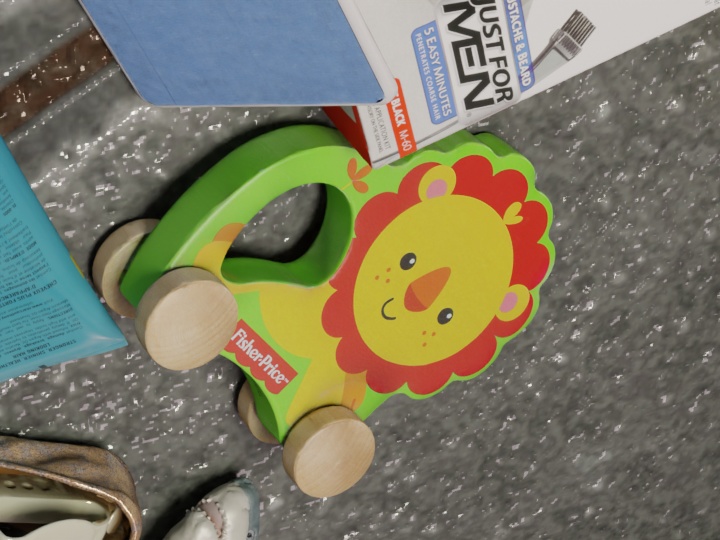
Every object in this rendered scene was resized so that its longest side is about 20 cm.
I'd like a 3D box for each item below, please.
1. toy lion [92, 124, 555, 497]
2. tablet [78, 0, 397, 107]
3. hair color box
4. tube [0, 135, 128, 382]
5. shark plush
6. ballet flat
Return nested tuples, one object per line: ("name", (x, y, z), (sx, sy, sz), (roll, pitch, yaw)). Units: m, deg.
("toy lion", (0.000, 0.000, 0.912), (0.192, 0.069, 0.200), (-45, 133, -2))
("tablet", (-0.074, -0.135, 0.737), (0.200, 0.130, 0.014), (60, 43, -44))
("hair color box", (0.070, -0.140, 0.838), (0.200, 0.064, 0.111), (-27, 132, -11))
("tube", (-0.166, -0.020, 0.809), (0.077, 0.050, 0.200), (-14, 135, 3))
("shark plush", (-0.075, 0.203, 1.017), (0.083, 0.091, 0.200), (-44, 137, -36))
("ballet flat", (-0.188, 0.106, 0.875), (0.200, 0.067, 0.068), (6, 120, -32))
